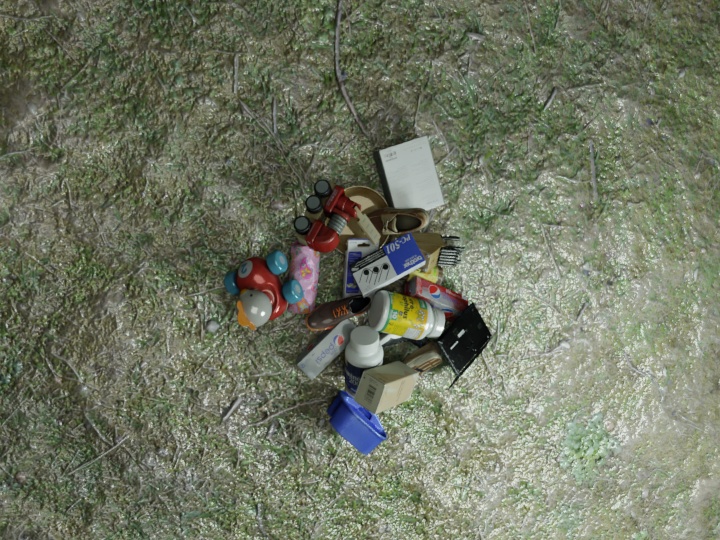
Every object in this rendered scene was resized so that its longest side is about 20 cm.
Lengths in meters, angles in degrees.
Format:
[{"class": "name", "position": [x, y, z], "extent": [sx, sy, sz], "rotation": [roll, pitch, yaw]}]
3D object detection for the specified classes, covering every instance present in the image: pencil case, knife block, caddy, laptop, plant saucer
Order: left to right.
[{"class": "pencil case", "position": [-0.162, 0.020, 1.614], "extent": [0.085, 0.087, 0.205], "rotation": [1, 97, -13]}, {"class": "plant saucer", "position": [-0.009, -0.141, 1.648], "extent": [0.196, 0.035, 0.205], "rotation": [-2, 99, -13]}, {"class": "caddy", "position": [-0.006, 0.437, 1.676], "extent": [0.200, 0.141, 0.105], "rotation": [44, 90, -16]}, {"class": "knife block", "position": [0.203, -0.072, 1.691], "extent": [0.198, 0.175, 0.065], "rotation": [28, 128, 24]}, {"class": "laptop", "position": [0.298, 0.228, 1.707], "extent": [0.177, 0.103, 0.202], "rotation": [-41, 108, -25]}]

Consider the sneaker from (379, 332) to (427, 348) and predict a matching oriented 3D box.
[{"class": "sneaker", "position": [0.131, 0.204, 1.709], "extent": [0.199, 0.073, 0.113], "rotation": [-37, 103, -7]}]

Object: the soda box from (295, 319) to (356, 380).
[{"class": "soda box", "position": [-0.096, 0.220, 1.664], "extent": [0.200, 0.063, 0.068], "rotation": [-45, 103, -4]}]

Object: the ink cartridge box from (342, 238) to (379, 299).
[{"class": "ink cartridge box", "position": [0.000, 0.000, 1.644], "extent": [0.093, 0.037, 0.204], "rotation": [-1, 115, -14]}]

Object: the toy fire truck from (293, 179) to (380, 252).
[{"class": "toy fire truck", "position": [-0.055, -0.119, 1.540], "extent": [0.197, 0.129, 0.178], "rotation": [25, 75, 14]}]

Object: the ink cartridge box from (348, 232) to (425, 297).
[{"class": "ink cartridge box", "position": [0.073, -0.015, 1.589], "extent": [0.197, 0.044, 0.095], "rotation": [-28, 76, -2]}]

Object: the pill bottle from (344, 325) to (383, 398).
[{"class": "pill bottle", "position": [0.009, 0.262, 1.633], "extent": [0.109, 0.112, 0.203], "rotation": [-7, 126, -12]}]

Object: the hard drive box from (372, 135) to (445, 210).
[{"class": "hard drive box", "position": [0.139, -0.265, 1.644], "extent": [0.153, 0.077, 0.204], "rotation": [-18, 101, -10]}]

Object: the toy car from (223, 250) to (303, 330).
[{"class": "toy car", "position": [-0.279, 0.072, 1.501], "extent": [0.182, 0.200, 0.179], "rotation": [-23, 104, 21]}]

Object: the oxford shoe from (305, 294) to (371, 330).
[{"class": "oxford shoe", "position": [-0.060, 0.110, 1.594], "extent": [0.197, 0.073, 0.072], "rotation": [-22, 83, -22]}]

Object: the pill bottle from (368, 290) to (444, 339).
[{"class": "pill bottle", "position": [0.132, 0.131, 1.608], "extent": [0.196, 0.113, 0.115], "rotation": [15, 95, -19]}]

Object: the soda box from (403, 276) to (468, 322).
[{"class": "soda box", "position": [0.224, 0.088, 1.695], "extent": [0.197, 0.070, 0.064], "rotation": [22, 51, -22]}]

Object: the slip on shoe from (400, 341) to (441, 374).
[{"class": "slip on shoe", "position": [0.151, 0.279, 1.713], "extent": [0.199, 0.061, 0.076], "rotation": [-35, 139, 26]}]

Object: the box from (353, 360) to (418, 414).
[{"class": "box", "position": [0.075, 0.321, 1.591], "extent": [0.199, 0.077, 0.097], "rotation": [-3, 115, -57]}]

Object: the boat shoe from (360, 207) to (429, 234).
[{"class": "boat shoe", "position": [0.089, -0.135, 1.584], "extent": [0.196, 0.072, 0.077], "rotation": [-8, 105, 18]}]

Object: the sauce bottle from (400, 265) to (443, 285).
[{"class": "sauce bottle", "position": [0.146, 0.001, 1.689], "extent": [0.196, 0.065, 0.066], "rotation": [10, 96, -16]}]
